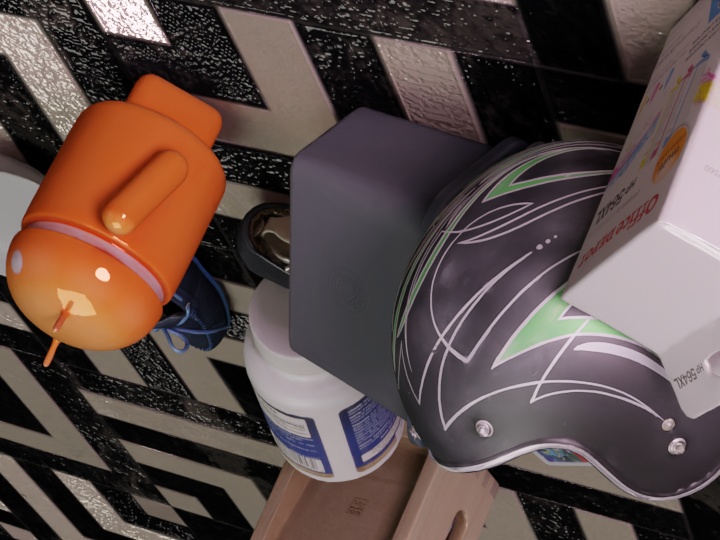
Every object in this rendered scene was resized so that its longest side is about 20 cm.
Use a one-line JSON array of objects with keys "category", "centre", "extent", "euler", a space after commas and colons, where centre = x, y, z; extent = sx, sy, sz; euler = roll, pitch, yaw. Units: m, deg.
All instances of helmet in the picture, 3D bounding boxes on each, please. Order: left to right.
[{"category": "helmet", "centre": [0.115, 0.027, 1.141], "extent": [0.189, 0.202, 0.200], "euler": [19, 158, -13]}]

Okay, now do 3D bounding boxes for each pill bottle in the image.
[{"category": "pill bottle", "centre": [-0.030, 0.075, 1.581], "extent": [0.110, 0.112, 0.200], "euler": [17, 155, 17]}]

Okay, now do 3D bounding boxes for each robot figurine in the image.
[{"category": "robot figurine", "centre": [-0.164, -0.033, 1.379], "extent": [0.143, 0.201, 0.117], "euler": [6, 151, 38]}]

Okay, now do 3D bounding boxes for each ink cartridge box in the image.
[{"category": "ink cartridge box", "centre": [0.198, -0.037, 1.014], "extent": [0.124, 0.201, 0.129], "euler": [28, 156, -6]}]

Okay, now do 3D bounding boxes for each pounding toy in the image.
[{"category": "pounding toy", "centre": [0.000, 0.246, 1.794], "extent": [0.183, 0.201, 0.142], "euler": [7, 151, 36]}]

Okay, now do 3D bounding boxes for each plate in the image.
[{"category": "plate", "centre": [-0.308, -0.053, 1.691], "extent": [0.198, 0.033, 0.200], "euler": [17, 155, 21]}]

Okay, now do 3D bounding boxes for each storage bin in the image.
[{"category": "storage bin", "centre": [0.034, -0.009, 1.314], "extent": [0.134, 0.145, 0.201], "euler": [25, 133, 26]}]

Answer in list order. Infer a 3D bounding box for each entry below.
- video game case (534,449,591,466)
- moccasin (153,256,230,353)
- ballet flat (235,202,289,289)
[{"category": "video game case", "centre": [0.151, 0.091, 1.549], "extent": [0.181, 0.023, 0.200], "euler": [-4, 143, 49]}, {"category": "moccasin", "centre": [-0.167, 0.015, 1.646], "extent": [0.080, 0.069, 0.200], "euler": [12, 153, 28]}, {"category": "ballet flat", "centre": [0.000, 0.000, 1.455], "extent": [0.198, 0.073, 0.073], "euler": [21, 156, 14]}]
